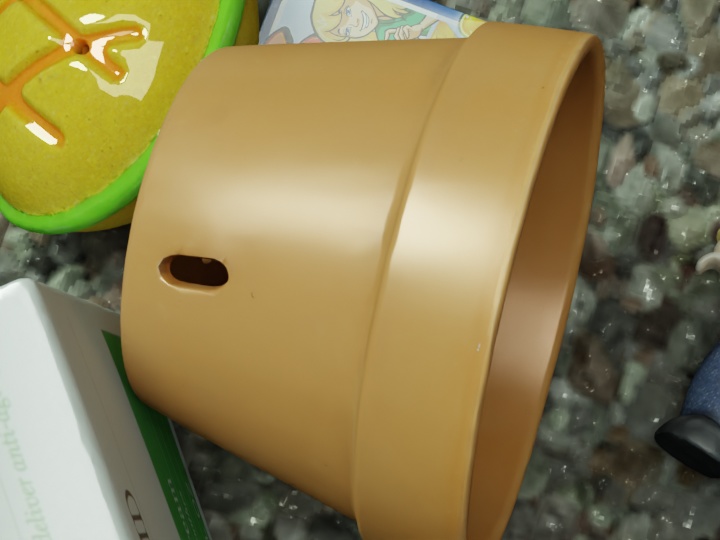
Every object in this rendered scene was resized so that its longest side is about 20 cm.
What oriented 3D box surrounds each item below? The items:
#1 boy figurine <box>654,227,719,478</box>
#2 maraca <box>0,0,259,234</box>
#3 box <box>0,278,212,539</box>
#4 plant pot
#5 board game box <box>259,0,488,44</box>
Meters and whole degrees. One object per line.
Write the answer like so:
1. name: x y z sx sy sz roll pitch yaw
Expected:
1. boy figurine: 0.209 0.009 0.849 0.124 0.064 0.201 33 81 11
2. maraca: -0.094 -0.106 0.822 0.136 0.107 0.201 0 65 40
3. box: -0.155 0.132 0.729 0.199 0.171 0.200 -21 82 5
4. plant pot: 0.000 0.000 0.743 0.139 0.200 0.202 12 79 12
5. board game box: -0.002 -0.019 0.852 0.134 0.034 0.201 19 79 -1
